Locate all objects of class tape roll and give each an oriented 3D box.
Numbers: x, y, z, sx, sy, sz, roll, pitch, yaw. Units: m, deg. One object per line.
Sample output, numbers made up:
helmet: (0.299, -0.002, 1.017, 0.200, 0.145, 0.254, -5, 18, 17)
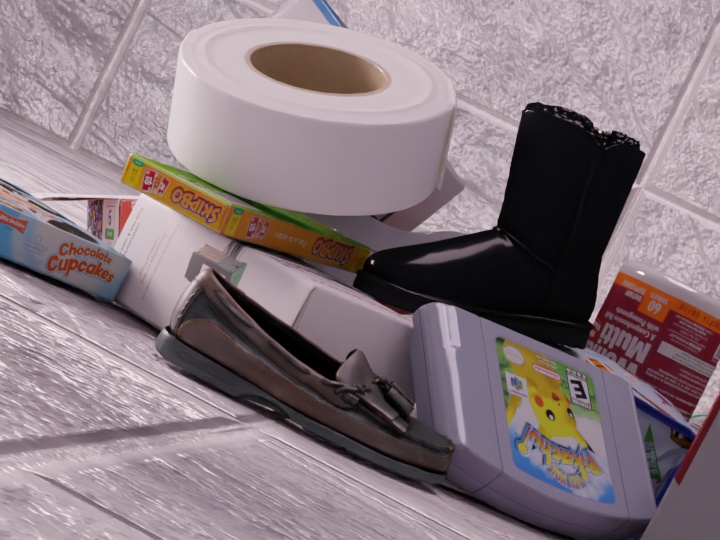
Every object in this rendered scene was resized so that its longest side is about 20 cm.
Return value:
tape roll: (-0.034, -0.112, 1.351, 0.202, 0.071, 0.203, 9, 25, -4)

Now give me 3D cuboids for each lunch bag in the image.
lunch bag: (0.143, 0.110, 1.465, 0.200, 0.124, 0.170, 33, 3, -4)

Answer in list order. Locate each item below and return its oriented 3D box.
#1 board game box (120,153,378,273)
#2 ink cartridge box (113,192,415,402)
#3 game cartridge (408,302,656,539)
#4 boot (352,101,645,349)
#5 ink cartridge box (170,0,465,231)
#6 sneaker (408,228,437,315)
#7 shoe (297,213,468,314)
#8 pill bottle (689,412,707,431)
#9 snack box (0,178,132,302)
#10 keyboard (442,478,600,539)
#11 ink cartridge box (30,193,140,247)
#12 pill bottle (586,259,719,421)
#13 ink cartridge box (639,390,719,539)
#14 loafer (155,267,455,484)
board game box: (-0.073, -0.037, 1.341, 0.095, 0.030, 0.200, 27, 8, 32)
ink cartridge box: (-0.063, 0.031, 1.323, 0.200, 0.085, 0.146, 27, 3, 43)
game cartridge: (0.121, 0.109, 1.285, 0.200, 0.134, 0.040, 22, -41, -33)
boot: (0.102, -0.042, 1.374, 0.200, 0.169, 0.076, 12, 5, -24)
ink cartridge box: (-0.030, -0.105, 1.562, 0.147, 0.146, 0.200, 55, 6, 20)
sneaker: (-0.003, -0.018, 1.675, 0.118, 0.074, 0.200, 32, -19, -33)
shoe: (0.000, 0.000, 1.526, 0.200, 0.072, 0.091, 6, -19, -38)
pill bottle: (0.332, 0.202, 1.606, 0.113, 0.113, 0.200, 25, 2, -31)
snack box: (-0.257, -0.039, 1.356, 0.116, 0.037, 0.200, 25, 2, -37)
keyboard: (0.090, 0.152, 1.278, 0.200, 0.011, 0.056, 25, 7, -31)
ink cartridge box: (-0.189, -0.039, 1.630, 0.199, 0.051, 0.109, 0, 3, -22)
pill bottle: (0.228, 0.102, 1.602, 0.109, 0.200, 0.110, 26, 2, -1)
ink cartridge box: (0.263, 0.159, 1.310, 0.083, 0.146, 0.200, 28, 2, 17)
loafer: (-0.026, 0.066, 1.172, 0.200, 0.063, 0.072, 26, 5, -4)
